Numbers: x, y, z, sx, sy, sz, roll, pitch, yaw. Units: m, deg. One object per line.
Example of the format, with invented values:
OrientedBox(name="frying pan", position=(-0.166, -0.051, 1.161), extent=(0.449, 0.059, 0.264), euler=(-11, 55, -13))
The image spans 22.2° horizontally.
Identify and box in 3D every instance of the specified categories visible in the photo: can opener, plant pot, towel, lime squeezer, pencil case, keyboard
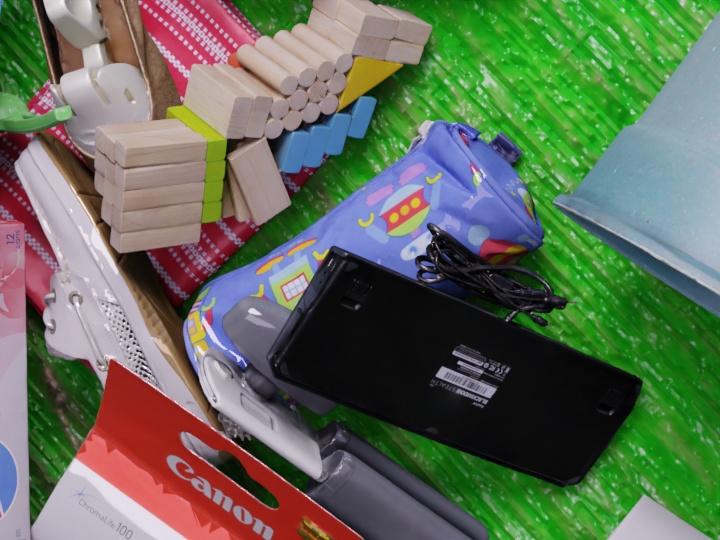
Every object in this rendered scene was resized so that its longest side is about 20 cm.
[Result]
OrientedBox(name="can opener", position=(-0.002, 0.095, 0.925), extent=(0.066, 0.053, 0.200), euler=(-41, 114, 16))
OrientedBox(name="plant pot", position=(0.222, -0.061, 0.843), extent=(0.200, 0.200, 0.197), euler=(31, 92, 10))
OrientedBox(name="towel", position=(-0.123, -0.057, 1.007), extent=(0.200, 0.022, 0.145), euler=(-44, 84, 12))
OrientedBox(name="lime squeezer", position=(-0.198, -0.102, 0.989), extent=(0.200, 0.038, 0.071), euler=(45, 124, 43))
OrientedBox(name="pencil case", position=(0.000, 0.000, 0.950), extent=(0.200, 0.078, 0.087), euler=(-35, 79, 14))
OrientedBox(name="keyboard", position=(0.055, 0.036, 0.917), extent=(0.200, 0.040, 0.104), euler=(24, 112, -30))

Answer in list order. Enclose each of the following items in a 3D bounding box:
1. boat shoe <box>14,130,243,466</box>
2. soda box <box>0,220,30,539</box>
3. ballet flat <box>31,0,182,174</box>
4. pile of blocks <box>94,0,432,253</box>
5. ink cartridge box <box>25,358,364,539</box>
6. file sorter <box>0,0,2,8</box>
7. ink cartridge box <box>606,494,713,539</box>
OrientedBox(name="boat shoe", position=(-0.138, 0.025, 0.968), extent=(0.069, 0.071, 0.201), euler=(-29, 90, 9))
OrientedBox(name="soda box", position=(-0.217, 0.074, 0.958), extent=(0.063, 0.070, 0.201), euler=(2, 94, 49))
OrientedBox(name="ballet flat", position=(-0.142, -0.122, 0.958), extent=(0.068, 0.072, 0.201), euler=(-14, 91, 14))
OrientedBox(name="pile of blocks", position=(-0.056, -0.080, 0.952), extent=(0.200, 0.082, 0.062), euler=(-31, 41, -17))
OrientedBox(name="ink cartridge box", position=(-0.095, 0.157, 0.946), extent=(0.160, 0.047, 0.200), euler=(35, 140, 10))
OrientedBox(name="file sorter", position=(-0.274, -0.102, 0.916), extent=(0.138, 0.123, 0.201), euler=(-20, 53, 30))
OrientedBox(name="ink cartridge box", position=(0.109, 0.219, 0.904), extent=(0.084, 0.146, 0.200), euler=(36, 100, 11))
